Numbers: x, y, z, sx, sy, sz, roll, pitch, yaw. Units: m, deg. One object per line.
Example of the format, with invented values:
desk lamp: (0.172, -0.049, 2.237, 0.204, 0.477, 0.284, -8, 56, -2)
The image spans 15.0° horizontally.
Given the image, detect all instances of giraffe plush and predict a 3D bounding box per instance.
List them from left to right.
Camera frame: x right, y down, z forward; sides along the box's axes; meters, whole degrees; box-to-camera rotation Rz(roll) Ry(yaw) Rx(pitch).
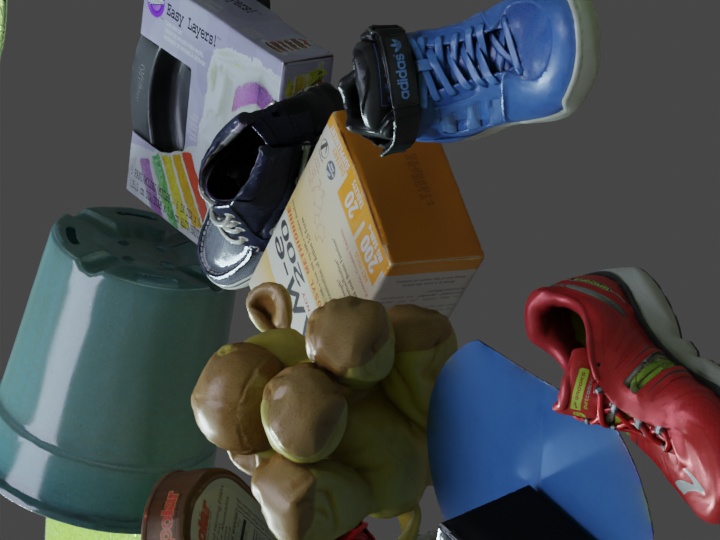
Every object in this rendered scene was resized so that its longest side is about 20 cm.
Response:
giraffe plush: (-0.033, 0.085, 1.733, 0.162, 0.200, 0.173, 23, 81, 37)

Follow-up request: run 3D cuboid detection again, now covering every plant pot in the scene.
plant pot: (-0.185, 0.068, 2.111, 0.200, 0.199, 0.197, 46, 126, 52)

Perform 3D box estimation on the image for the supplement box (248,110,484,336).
supplement box: (0.000, 0.000, 1.823, 0.200, 0.073, 0.127, 118, 139, -50)

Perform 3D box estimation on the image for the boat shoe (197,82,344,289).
boat shoe: (-0.085, -0.051, 1.882, 0.075, 0.092, 0.200, 53, 135, 20)

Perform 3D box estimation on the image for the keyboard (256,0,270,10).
keyboard: (-0.124, -0.224, 2.076, 0.200, 0.039, 0.105, 22, 115, 61)

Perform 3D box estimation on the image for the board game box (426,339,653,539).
board game box: (0.119, 0.127, 1.635, 0.200, 0.039, 0.159, 31, 131, 42)

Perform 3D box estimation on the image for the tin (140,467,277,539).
tin: (-0.078, 0.205, 1.792, 0.042, 0.200, 0.112, -13, 53, 24)

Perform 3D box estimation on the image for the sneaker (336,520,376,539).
sneaker: (-0.001, 0.185, 1.886, 0.115, 0.078, 0.201, -18, 91, 55)

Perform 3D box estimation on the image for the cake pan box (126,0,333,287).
cake pan box: (-0.100, -0.109, 2.007, 0.200, 0.052, 0.185, 38, 127, 44)

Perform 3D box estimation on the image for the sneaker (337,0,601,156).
sneaker: (0.057, -0.118, 1.638, 0.200, 0.111, 0.077, -18, 79, 64)

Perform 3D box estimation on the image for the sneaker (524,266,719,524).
sneaker: (0.151, 0.075, 1.512, 0.200, 0.084, 0.077, 54, 142, 46)

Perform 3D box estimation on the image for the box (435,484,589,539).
box: (0.101, 0.252, 1.618, 0.141, 0.079, 0.201, 40, 135, 34)

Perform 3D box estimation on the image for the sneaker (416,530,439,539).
sneaker: (0.052, 0.271, 1.778, 0.079, 0.077, 0.201, 25, 120, 47)
